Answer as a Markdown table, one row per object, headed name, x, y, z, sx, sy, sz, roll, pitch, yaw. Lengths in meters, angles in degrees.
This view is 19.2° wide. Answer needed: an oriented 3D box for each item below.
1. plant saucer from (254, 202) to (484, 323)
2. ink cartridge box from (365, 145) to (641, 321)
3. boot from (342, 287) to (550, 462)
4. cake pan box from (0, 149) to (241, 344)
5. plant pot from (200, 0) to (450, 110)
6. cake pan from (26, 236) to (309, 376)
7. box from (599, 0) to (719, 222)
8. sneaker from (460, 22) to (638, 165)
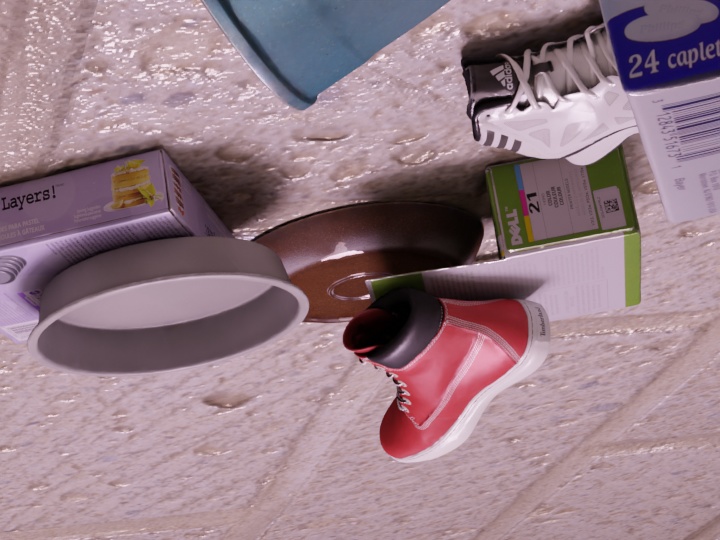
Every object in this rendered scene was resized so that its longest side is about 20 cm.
| name | x | y | z | sx | sy | sz | roll | pitch | yaw |
| --- | --- | --- | --- | --- | --- | --- | --- | --- | --- |
| plant saucer | 0.000 | 0.000 | 1.639 | 0.198 | 0.032 | 0.200 | -8 | 159 | -3 |
| ink cartridge box | 0.104 | -0.015 | 1.569 | 0.198 | 0.076 | 0.148 | -10 | 157 | 3 |
| boot | 0.030 | 0.076 | 1.573 | 0.143 | 0.073 | 0.200 | 7 | 145 | -28 |
| cake pan box | -0.191 | -0.011 | 1.490 | 0.183 | 0.053 | 0.200 | -11 | 160 | 10 |
| plant pot | 0.005 | -0.201 | 0.877 | 0.187 | 0.201 | 0.200 | -30 | 157 | 10 |
| cake pan | -0.136 | 0.025 | 1.486 | 0.198 | 0.037 | 0.200 | -10 | 161 | -3 |
| box | 0.169 | -0.153 | 1.041 | 0.104 | 0.202 | 0.184 | -14 | 160 | 10 |
| sneaker | 0.131 | -0.115 | 1.314 | 0.114 | 0.076 | 0.200 | -2 | 161 | -27 |
